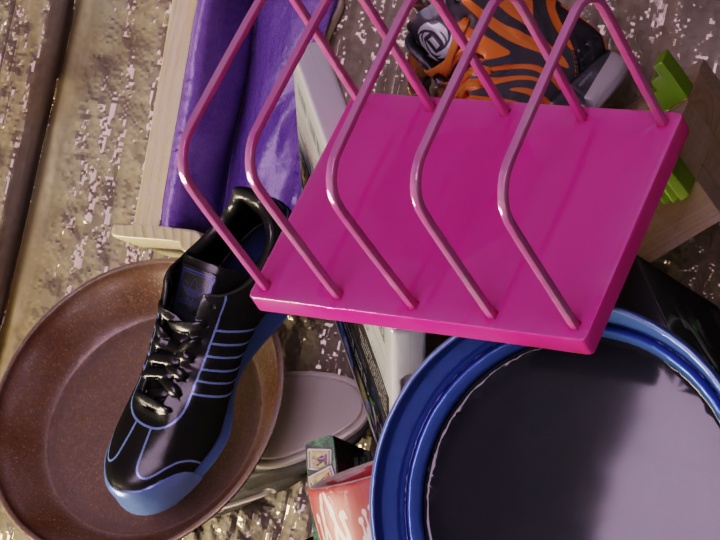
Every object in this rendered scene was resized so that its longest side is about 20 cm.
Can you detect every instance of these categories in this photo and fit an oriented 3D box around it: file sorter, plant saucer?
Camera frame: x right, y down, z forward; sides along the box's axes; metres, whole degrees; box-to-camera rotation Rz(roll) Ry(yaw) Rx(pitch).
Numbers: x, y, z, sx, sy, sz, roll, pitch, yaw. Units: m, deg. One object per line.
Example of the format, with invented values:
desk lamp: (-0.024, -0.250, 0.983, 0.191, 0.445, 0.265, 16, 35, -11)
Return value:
file sorter: (0.031, -0.061, 1.121, 0.200, 0.125, 0.139, 7, 58, 34)
plant saucer: (-0.132, 0.088, 1.389, 0.200, 0.037, 0.201, -11, 59, 18)

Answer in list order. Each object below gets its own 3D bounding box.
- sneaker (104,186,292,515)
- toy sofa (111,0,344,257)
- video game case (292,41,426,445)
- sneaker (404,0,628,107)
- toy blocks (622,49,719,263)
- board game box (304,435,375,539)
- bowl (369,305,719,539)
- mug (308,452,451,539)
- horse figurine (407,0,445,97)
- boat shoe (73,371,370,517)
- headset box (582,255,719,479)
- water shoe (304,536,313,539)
sneaker: (-0.099, 0.043, 1.329, 0.070, 0.078, 0.200, 19, 71, 32)
toy sofa: (-0.081, -0.103, 1.425, 0.098, 0.083, 0.200, 7, 83, 24)
video game case: (0.000, 0.000, 1.303, 0.023, 0.182, 0.200, -14, 57, -9)
sneaker: (0.056, -0.087, 1.265, 0.112, 0.078, 0.200, 43, 54, -4)
toy blocks: (0.141, -0.041, 1.273, 0.137, 0.200, 0.100, -33, 100, 25)
board game box: (0.007, 0.202, 1.310, 0.023, 0.105, 0.200, -13, 69, 20)
bowl: (0.102, 0.114, 1.116, 0.200, 0.039, 0.201, -3, 82, 25)
mug: (0.041, 0.199, 1.244, 0.178, 0.133, 0.200, -17, 91, 62)
horse figurine: (0.046, -0.058, 1.362, 0.050, 0.133, 0.200, 2, 78, -20)
boat shoe: (-0.079, 0.114, 1.408, 0.200, 0.057, 0.067, -19, 56, 14)
headset box: (0.166, 0.098, 1.222, 0.093, 0.200, 0.174, -29, 72, 15)
water shoe: (-0.101, 0.193, 1.344, 0.200, 0.072, 0.079, -29, 75, -21)
